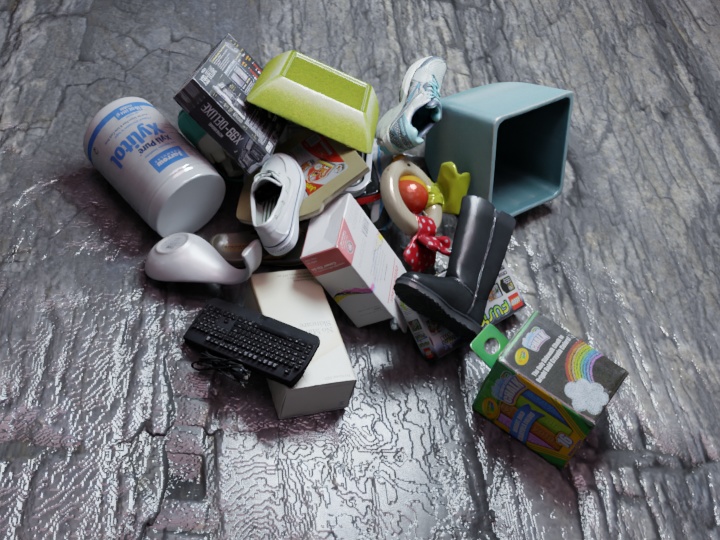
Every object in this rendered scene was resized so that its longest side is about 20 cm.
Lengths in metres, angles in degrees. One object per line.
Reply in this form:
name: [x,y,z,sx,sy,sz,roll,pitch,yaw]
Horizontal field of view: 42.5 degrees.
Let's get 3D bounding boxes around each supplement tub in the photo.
supplement tub: [-0.313,-0.157,1.400,0.132,0.132,0.200,-29,62,-36]

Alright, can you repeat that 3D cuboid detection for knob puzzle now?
knob puzzle: [-0.097,-0.129,1.388,0.220,0.030,0.220,-17,46,18]

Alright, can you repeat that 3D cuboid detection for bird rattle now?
bird rattle: [0.087,-0.096,1.478,0.163,0.113,0.200,43,51,-21]

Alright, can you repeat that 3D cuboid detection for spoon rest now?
spoon rest: [-0.223,-0.014,1.316,0.200,0.061,0.099,4,38,33]

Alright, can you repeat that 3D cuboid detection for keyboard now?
keyboard: [-0.156,0.098,1.219,0.200,0.040,0.104,16,69,33]

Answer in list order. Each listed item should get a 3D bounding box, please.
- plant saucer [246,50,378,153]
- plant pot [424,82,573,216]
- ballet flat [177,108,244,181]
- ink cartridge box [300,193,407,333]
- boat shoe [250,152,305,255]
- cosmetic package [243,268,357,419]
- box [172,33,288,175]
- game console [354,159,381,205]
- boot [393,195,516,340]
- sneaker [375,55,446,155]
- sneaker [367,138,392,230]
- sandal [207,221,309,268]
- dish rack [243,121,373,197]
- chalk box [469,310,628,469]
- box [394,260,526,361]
plant saucer: [-0.059,-0.271,1.419,0.200,0.048,0.200,23,28,-8]
plant pot: [0.218,-0.222,1.592,0.196,0.196,0.200,-24,39,-34]
ballet flat: [-0.216,-0.191,1.438,0.067,0.200,0.070,-31,69,6]
ink cartridge box: [0.000,0.000,1.359,0.067,0.200,0.117,-18,39,27]
boat shoe: [-0.121,-0.113,1.315,0.074,0.067,0.200,-23,44,12]
cosmetic package: [-0.087,0.097,1.282,0.103,0.073,0.200,-7,51,-22]
box: [-0.184,-0.255,1.400,0.158,0.050,0.200,44,29,-19]
game console: [-0.068,-0.170,1.525,0.177,0.031,0.200,-12,52,-4]
boot: [0.139,-0.024,1.341,0.165,0.066,0.200,36,66,-33]
sneaker: [0.106,-0.269,1.505,0.086,0.078,0.200,2,57,45]
sneaker: [0.012,-0.142,1.545,0.087,0.075,0.200,-5,48,5]
sandal: [-0.135,-0.049,1.410,0.200,0.055,0.082,-3,50,-20]
dish rack: [-0.078,-0.176,1.484,0.200,0.044,0.172,0,51,6]
chalk box: [0.245,0.154,1.301,0.200,0.124,0.125,35,49,16]
box: [0.154,0.046,1.396,0.200,0.035,0.110,-25,90,-34]
